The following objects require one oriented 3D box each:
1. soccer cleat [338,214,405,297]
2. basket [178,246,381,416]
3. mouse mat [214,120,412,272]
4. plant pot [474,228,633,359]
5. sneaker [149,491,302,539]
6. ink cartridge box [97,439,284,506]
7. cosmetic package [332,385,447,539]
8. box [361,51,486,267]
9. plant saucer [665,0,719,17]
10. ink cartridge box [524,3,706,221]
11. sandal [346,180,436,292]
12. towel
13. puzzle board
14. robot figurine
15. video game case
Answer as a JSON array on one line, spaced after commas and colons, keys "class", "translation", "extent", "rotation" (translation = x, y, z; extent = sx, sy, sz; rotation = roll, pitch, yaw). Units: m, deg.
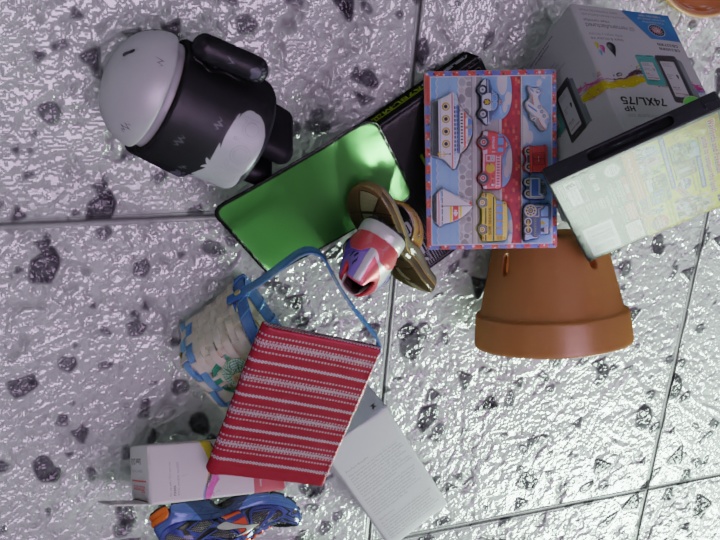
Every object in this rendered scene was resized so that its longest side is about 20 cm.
[{"class": "soccer cleat", "translation": [0.000, 0.000, 1.038], "extent": [0.068, 0.200, 0.073], "rotation": [34, 75, 1]}, {"class": "basket", "translation": [-0.093, 0.083, 1.059], "extent": [0.199, 0.139, 0.177], "rotation": [-33, 121, 2]}, {"class": "mouse mat", "translation": [-0.046, -0.076, 1.018], "extent": [0.199, 0.008, 0.161], "rotation": [-30, 148, 3]}, {"class": "plant pot", "translation": [0.241, 0.023, 1.164], "extent": [0.198, 0.200, 0.141], "rotation": [-6, 97, -22]}, {"class": "sneaker", "translation": [-0.163, 0.323, 1.143], "extent": [0.199, 0.075, 0.079], "rotation": [0, 66, -30]}, {"class": "ink cartridge box", "translation": [-0.201, 0.233, 1.078], "extent": [0.198, 0.116, 0.068], "rotation": [-1, 79, -25]}, {"class": "cosmetic package", "translation": [0.024, 0.259, 1.222], "extent": [0.101, 0.071, 0.201], "rotation": [-34, 121, -7]}, {"class": "box", "translation": [0.097, -0.126, 1.110], "extent": [0.193, 0.048, 0.201], "rotation": [-36, 121, -7]}, {"class": "plant saucer", "translation": [0.435, -0.420, 1.146], "extent": [0.199, 0.037, 0.202], "rotation": [-9, 115, -20]}, {"class": "ink cartridge box", "translation": [0.295, -0.176, 1.063], "extent": [0.146, 0.201, 0.146], "rotation": [-1, 150, -24]}, {"class": "sandal", "translation": [0.044, -0.045, 1.056], "extent": [0.054, 0.080, 0.200], "rotation": [-54, 141, -15]}, {"class": "towel", "translation": [-0.075, 0.151, 1.008], "extent": [0.144, 0.023, 0.201], "rotation": [12, 115, -24]}, {"class": "puzzle board", "translation": [0.148, -0.125, 1.043], "extent": [0.149, 0.017, 0.202], "rotation": [-1, 93, -1]}, {"class": "robot figurine", "translation": [-0.165, -0.162, 0.937], "extent": [0.199, 0.125, 0.151], "rotation": [22, 98, -30]}, {"class": "video game case", "translation": [0.303, -0.092, 0.982], "extent": [0.180, 0.026, 0.200], "rotation": [-24, 149, 15]}]
